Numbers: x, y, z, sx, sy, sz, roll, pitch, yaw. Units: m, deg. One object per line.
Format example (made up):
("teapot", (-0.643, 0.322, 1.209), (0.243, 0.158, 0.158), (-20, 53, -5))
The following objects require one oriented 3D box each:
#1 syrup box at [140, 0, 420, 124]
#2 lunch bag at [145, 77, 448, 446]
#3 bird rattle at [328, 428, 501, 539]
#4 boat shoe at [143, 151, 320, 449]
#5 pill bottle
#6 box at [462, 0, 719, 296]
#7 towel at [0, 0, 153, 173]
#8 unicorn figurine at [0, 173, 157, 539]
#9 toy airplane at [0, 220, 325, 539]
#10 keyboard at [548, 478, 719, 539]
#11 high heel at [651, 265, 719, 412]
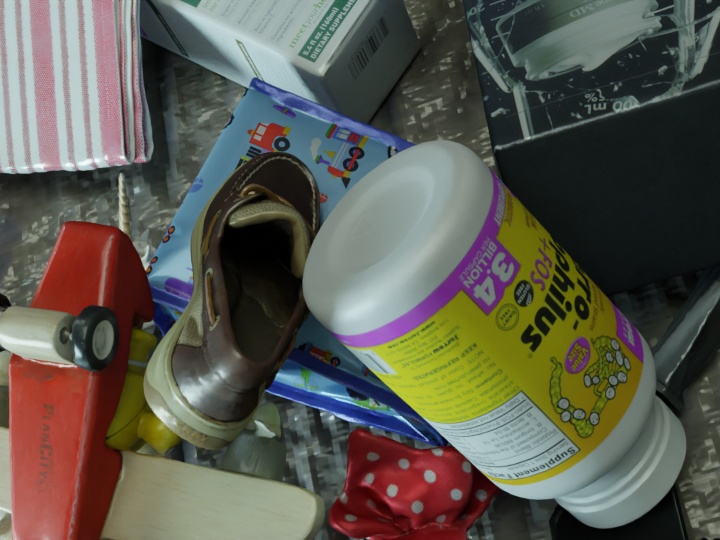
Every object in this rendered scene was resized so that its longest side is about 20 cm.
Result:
("syrup box", (-0.068, -0.169, 0.915), (0.199, 0.082, 0.079), (29, 76, 27))
("lunch bag", (0.000, 0.000, 0.810), (0.199, 0.094, 0.151), (19, 66, 17))
("bird rattle", (0.030, 0.186, 0.718), (0.162, 0.113, 0.200), (31, 64, 17))
("boat shoe", (-0.046, -0.004, 0.697), (0.072, 0.072, 0.200), (-48, 13, 35))
("pill bottle", (0.072, 0.038, 0.683), (0.104, 0.200, 0.105), (-34, 30, 23))
("box", (0.164, -0.109, 0.753), (0.199, 0.124, 0.197), (-16, 44, 10))
("towel", (-0.218, -0.136, 0.933), (0.199, 0.030, 0.148), (-1, 92, 32))
("unicorn figurine", (-0.171, 0.064, 0.849), (0.136, 0.074, 0.201), (-15, 77, 11))
("toy airplane", (-0.136, 0.102, 0.738), (0.199, 0.141, 0.200), (-42, 80, 20))
("keyboard", (0.156, 0.196, 0.692), (0.104, 0.040, 0.201), (-27, 57, 32))
("high heel", (0.247, 0.041, 0.705), (0.200, 0.071, 0.143), (34, 85, 39))
